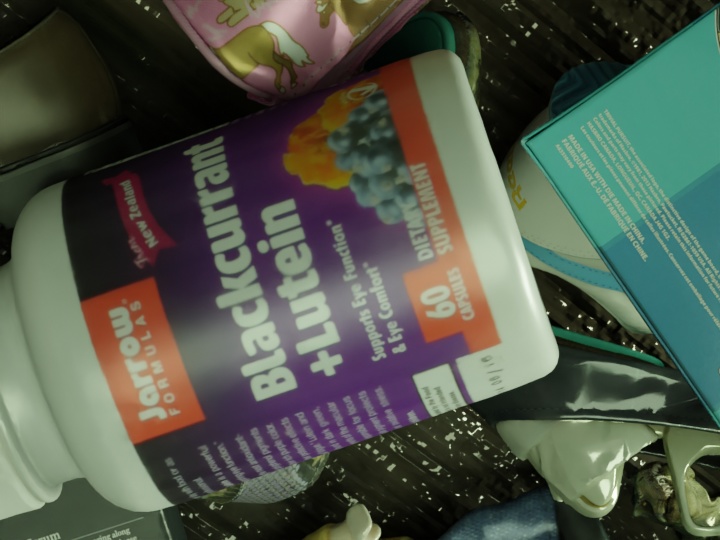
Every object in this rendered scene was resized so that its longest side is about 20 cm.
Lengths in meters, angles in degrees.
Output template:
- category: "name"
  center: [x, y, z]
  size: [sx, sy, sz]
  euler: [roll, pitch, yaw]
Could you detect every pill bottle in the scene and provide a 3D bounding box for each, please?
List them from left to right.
- category: "pill bottle"
  center: [-0.045, 0.012, 0.788]
  size: [0.199, 0.112, 0.112]
  euler: [-20, 116, 4]

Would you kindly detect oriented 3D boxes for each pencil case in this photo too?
- category: "pencil case"
  center: [0.022, -0.141, 0.816]
  size: [0.200, 0.083, 0.086]
  euler: [-44, 113, 10]

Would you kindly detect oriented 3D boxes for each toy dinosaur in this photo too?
- category: "toy dinosaur"
  center: [0.183, 0.129, 0.986]
  size: [0.088, 0.048, 0.200]
  euler: [-27, 117, 19]

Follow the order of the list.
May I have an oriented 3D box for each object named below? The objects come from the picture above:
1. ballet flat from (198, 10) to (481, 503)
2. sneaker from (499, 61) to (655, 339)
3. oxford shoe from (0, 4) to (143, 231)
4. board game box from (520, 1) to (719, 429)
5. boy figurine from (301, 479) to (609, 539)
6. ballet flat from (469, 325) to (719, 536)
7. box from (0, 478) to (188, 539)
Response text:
- category: "ballet flat"
  center: [0.000, 0.000, 0.886]
  size: [0.072, 0.072, 0.201]
  euler: [27, 103, -20]
- category: "sneaker"
  center: [0.143, -0.009, 0.900]
  size: [0.199, 0.077, 0.081]
  euler: [23, 141, -13]
- category: "oxford shoe"
  center: [-0.180, -0.040, 0.842]
  size: [0.199, 0.073, 0.085]
  euler: [-21, 101, -4]
- category: "board game box"
  center: [0.176, -0.038, 0.802]
  size: [0.199, 0.047, 0.151]
  euler: [-35, 90, 5]
- category: "boy figurine"
  center: [0.006, 0.142, 0.949]
  size: [0.199, 0.065, 0.125]
  euler: [-24, 128, -1]
- category: "ballet flat"
  center: [0.112, 0.061, 0.903]
  size: [0.198, 0.073, 0.074]
  euler: [9, 113, 2]
- category: "box"
  center: [-0.160, 0.122, 0.880]
  size: [0.199, 0.079, 0.142]
  euler: [-17, 94, -1]
